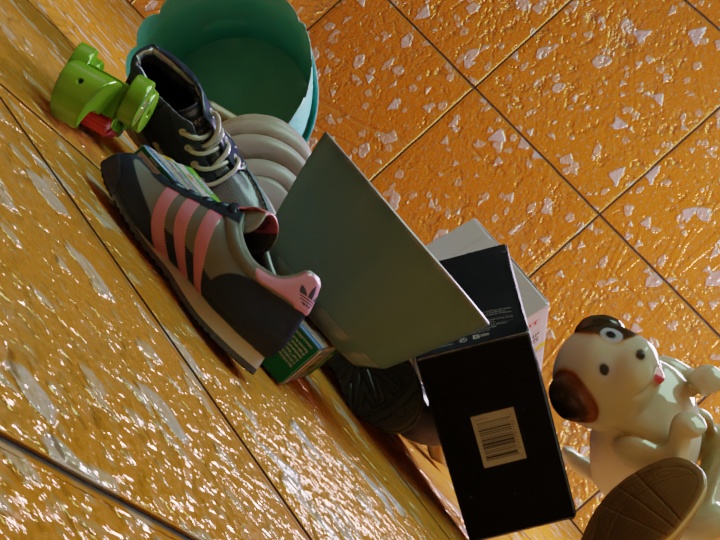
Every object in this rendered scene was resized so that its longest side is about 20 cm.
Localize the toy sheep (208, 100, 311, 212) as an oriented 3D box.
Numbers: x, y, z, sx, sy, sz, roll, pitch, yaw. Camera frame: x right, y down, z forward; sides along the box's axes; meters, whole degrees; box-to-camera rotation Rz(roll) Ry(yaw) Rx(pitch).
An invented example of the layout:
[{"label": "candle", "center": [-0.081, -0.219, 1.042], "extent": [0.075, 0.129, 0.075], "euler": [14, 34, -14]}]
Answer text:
[{"label": "toy sheep", "center": [-0.103, -0.081, 1.500], "extent": [0.138, 0.137, 0.200], "euler": [47, 24, -28]}]

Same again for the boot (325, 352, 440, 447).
[{"label": "boot", "center": [0.035, 0.125, 1.536], "extent": [0.182, 0.072, 0.200], "euler": [53, -2, 41]}]

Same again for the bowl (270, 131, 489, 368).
[{"label": "bowl", "center": [0.000, 0.000, 1.275], "extent": [0.201, 0.105, 0.201], "euler": [48, 2, -2]}]

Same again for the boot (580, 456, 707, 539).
[{"label": "boot", "center": [0.254, 0.274, 1.451], "extent": [0.073, 0.200, 0.156], "euler": [33, -10, 42]}]

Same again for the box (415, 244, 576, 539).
[{"label": "box", "center": [0.118, 0.111, 1.487], "extent": [0.182, 0.103, 0.201], "euler": [-91, 166, -65]}]

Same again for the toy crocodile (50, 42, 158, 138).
[{"label": "toy crocodile", "center": [-0.202, -0.132, 1.266], "extent": [0.067, 0.062, 0.200], "euler": [29, -2, -4]}]

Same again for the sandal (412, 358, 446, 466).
[{"label": "sandal", "center": [0.107, 0.126, 1.670], "extent": [0.069, 0.078, 0.213], "euler": [23, -44, 34]}]

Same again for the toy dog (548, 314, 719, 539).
[{"label": "toy dog", "center": [0.257, 0.131, 1.508], "extent": [0.193, 0.140, 0.200], "euler": [6, -40, 47]}]

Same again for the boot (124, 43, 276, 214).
[{"label": "boot", "center": [-0.136, -0.097, 1.377], "extent": [0.200, 0.073, 0.090], "euler": [47, -24, 7]}]

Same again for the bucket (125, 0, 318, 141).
[{"label": "bucket", "center": [-0.143, -0.195, 1.743], "extent": [0.207, 0.207, 0.135], "euler": [49, -6, 14]}]

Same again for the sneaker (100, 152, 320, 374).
[{"label": "sneaker", "center": [-0.099, -0.024, 1.079], "extent": [0.200, 0.082, 0.070], "euler": [50, 3, 28]}]

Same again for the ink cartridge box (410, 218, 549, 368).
[{"label": "ink cartridge box", "center": [0.111, 0.076, 1.837], "extent": [0.146, 0.146, 0.200], "euler": [51, -19, 29]}]

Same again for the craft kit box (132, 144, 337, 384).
[{"label": "craft kit box", "center": [-0.099, -0.002, 1.249], "extent": [0.200, 0.048, 0.198], "euler": [49, 5, 4]}]
